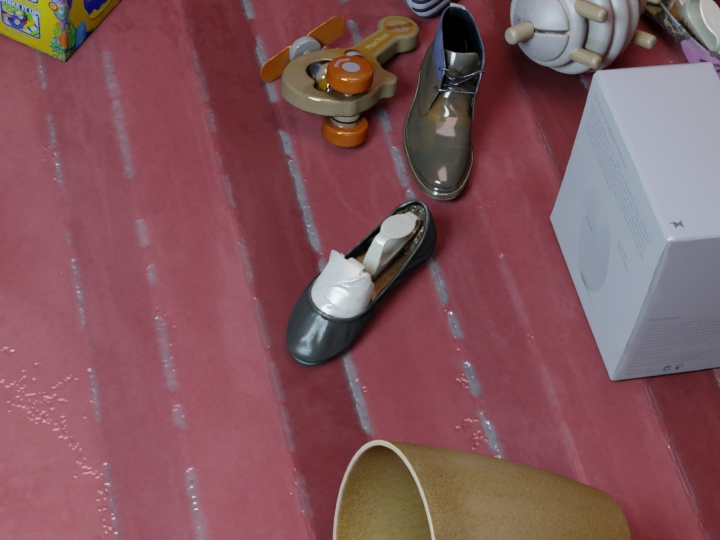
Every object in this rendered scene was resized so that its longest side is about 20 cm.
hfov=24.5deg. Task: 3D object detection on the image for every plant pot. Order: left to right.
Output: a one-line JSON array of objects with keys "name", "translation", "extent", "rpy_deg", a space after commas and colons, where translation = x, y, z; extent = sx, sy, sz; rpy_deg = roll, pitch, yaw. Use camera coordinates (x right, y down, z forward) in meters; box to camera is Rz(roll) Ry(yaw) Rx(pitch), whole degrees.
[{"name": "plant pot", "translation": [0.105, 0.222, 1.284], "extent": [0.198, 0.187, 0.188], "rpy_deg": [0, 50, -23]}]

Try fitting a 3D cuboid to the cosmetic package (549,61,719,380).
[{"name": "cosmetic package", "translation": [0.272, -0.045, 1.488], "extent": [0.122, 0.201, 0.201], "rpy_deg": [-7, 53, -12]}]

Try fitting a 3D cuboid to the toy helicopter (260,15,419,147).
[{"name": "toy helicopter", "translation": [-0.012, -0.214, 1.685], "extent": [0.131, 0.079, 0.200], "rpy_deg": [25, 41, 24]}]

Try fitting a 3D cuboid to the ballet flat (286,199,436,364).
[{"name": "ballet flat", "translation": [0.000, 0.000, 1.503], "extent": [0.068, 0.069, 0.200], "rpy_deg": [31, 55, 17]}]

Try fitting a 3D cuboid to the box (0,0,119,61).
[{"name": "box", "translation": [-0.299, -0.360, 1.673], "extent": [0.121, 0.193, 0.201], "rpy_deg": [24, 53, 12]}]

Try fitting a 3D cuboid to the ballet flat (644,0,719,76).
[{"name": "ballet flat", "translation": [0.351, -0.279, 1.768], "extent": [0.069, 0.071, 0.201], "rpy_deg": [-18, 55, -19]}]

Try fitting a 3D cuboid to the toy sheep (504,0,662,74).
[{"name": "toy sheep", "translation": [0.223, -0.264, 1.703], "extent": [0.199, 0.139, 0.138], "rpy_deg": [-18, 54, -40]}]

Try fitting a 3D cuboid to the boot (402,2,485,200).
[{"name": "boot", "translation": [0.082, -0.169, 1.630], "extent": [0.074, 0.097, 0.201], "rpy_deg": [5, 51, -3]}]

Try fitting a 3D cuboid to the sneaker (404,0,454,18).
[{"name": "sneaker", "translation": [0.104, -0.355, 1.800], "extent": [0.087, 0.075, 0.200], "rpy_deg": [36, 57, 27]}]
